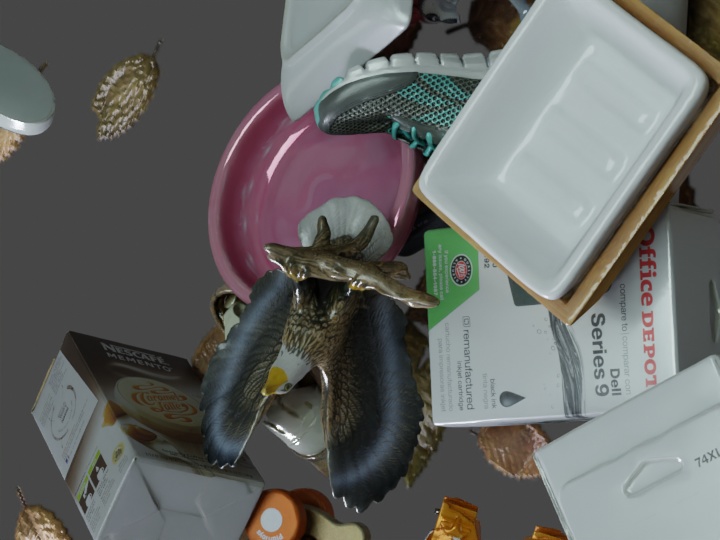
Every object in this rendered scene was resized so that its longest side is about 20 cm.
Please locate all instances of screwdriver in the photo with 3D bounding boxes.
[{"bbox_3d":[0.000,0.000,1.773,0.200,0.028,0.029,-35,97,33],"label":"screwdriver"}]

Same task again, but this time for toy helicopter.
[{"bbox_3d":[-0.016,0.257,1.731,0.200,0.079,0.133,27,94,19],"label":"toy helicopter"}]

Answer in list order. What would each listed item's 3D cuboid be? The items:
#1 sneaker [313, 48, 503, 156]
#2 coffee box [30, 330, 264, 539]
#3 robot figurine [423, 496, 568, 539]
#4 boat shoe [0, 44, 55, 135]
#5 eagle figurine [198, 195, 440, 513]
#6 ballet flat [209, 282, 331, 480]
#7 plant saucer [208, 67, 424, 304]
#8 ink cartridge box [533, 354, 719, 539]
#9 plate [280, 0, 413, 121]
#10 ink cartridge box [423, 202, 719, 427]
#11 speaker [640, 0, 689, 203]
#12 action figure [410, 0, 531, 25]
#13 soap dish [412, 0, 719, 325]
[{"bbox_3d":[0.066,-0.107,1.654,0.199,0.078,0.092,-5,70,3],"label":"sneaker"},{"bbox_3d":[-0.167,0.135,1.766,0.080,0.114,0.200,-65,32,16],"label":"coffee box"},{"bbox_3d":[0.078,0.273,1.658,0.145,0.058,0.201,18,97,5],"label":"robot figurine"},{"bbox_3d":[-0.343,-0.164,1.990,0.200,0.071,0.064,34,137,23],"label":"boat shoe"},{"bbox_3d":[-0.034,0.060,1.649,0.152,0.151,0.200,53,149,37],"label":"eagle figurine"},{"bbox_3d":[-0.058,0.090,1.769,0.068,0.067,0.200,-47,66,28],"label":"ballet flat"},{"bbox_3d":[-0.027,-0.057,1.755,0.200,0.051,0.201,-16,64,35],"label":"plant saucer"},{"bbox_3d":[0.240,0.152,1.492,0.147,0.200,0.146,-31,70,28],"label":"ink cartridge box"},{"bbox_3d":[-0.011,-0.235,1.706,0.199,0.032,0.201,-35,44,58],"label":"plate"},{"bbox_3d":[0.152,0.033,1.629,0.199,0.084,0.147,-7,83,32],"label":"ink cartridge box"},{"bbox_3d":[0.191,-0.144,1.622,0.081,0.081,0.201,1,86,33],"label":"speaker"},{"bbox_3d":[0.085,-0.256,1.656,0.200,0.149,0.134,-51,41,-11],"label":"action figure"},{"bbox_3d":[0.149,-0.087,1.545,0.157,0.081,0.200,42,105,28],"label":"soap dish"}]
